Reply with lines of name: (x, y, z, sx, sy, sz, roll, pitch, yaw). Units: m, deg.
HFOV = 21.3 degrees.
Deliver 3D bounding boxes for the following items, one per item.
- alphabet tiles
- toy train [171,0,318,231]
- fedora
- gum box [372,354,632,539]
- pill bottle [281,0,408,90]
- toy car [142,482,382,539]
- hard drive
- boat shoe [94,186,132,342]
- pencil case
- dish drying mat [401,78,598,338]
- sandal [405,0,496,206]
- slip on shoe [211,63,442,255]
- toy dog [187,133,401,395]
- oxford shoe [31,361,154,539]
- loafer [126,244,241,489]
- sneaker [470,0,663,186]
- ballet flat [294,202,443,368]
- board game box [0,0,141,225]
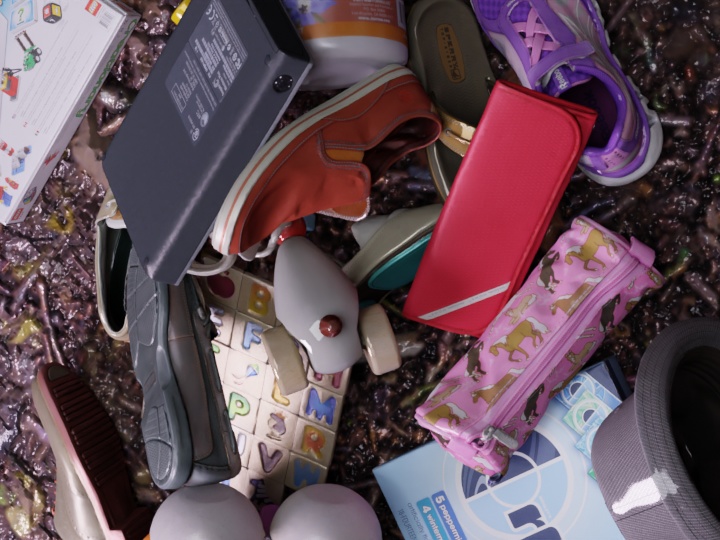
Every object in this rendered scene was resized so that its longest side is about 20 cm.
alphabet tiles: (-0.090, 0.091, 1.466, 0.166, 0.006, 0.201, 23, 122, 18)
toy train: (-0.079, -0.131, 1.457, 0.149, 0.056, 0.201, 3, 86, -9)
fedora: (0.225, 0.131, 1.319, 0.090, 0.200, 0.177, -28, 97, 35)
gum box: (0.134, 0.182, 1.418, 0.199, 0.045, 0.171, -27, 86, 19)
pill bottle: (-0.028, -0.239, 1.388, 0.112, 0.112, 0.201, -8, 82, 19)
toy car: (-0.078, 0.235, 1.437, 0.199, 0.150, 0.176, 2, 105, -11)
hard drive: (-0.114, -0.109, 1.346, 0.200, 0.033, 0.140, -56, 40, 26)
boat shoe: (-0.164, -0.042, 1.481, 0.074, 0.068, 0.201, 6, 97, 17)
pencil case: (0.128, 0.053, 1.357, 0.086, 0.083, 0.200, 36, 84, 37)
dish drying mat: (0.096, -0.038, 1.350, 0.076, 0.018, 0.201, 17, 122, -8)
sandal: (0.085, -0.109, 1.384, 0.054, 0.080, 0.201, -24, 82, 63)
slip on shoe: (-0.022, -0.071, 1.322, 0.200, 0.074, 0.061, -36, 68, -26)
toy dog: (-0.043, -0.006, 1.357, 0.132, 0.096, 0.200, -37, 79, -13)
oxford shoe: (-0.225, 0.173, 1.524, 0.075, 0.070, 0.201, -25, 86, 24)
loafer: (-0.131, 0.066, 1.412, 0.072, 0.063, 0.201, -42, 51, 53)
sneaker: (0.141, -0.150, 1.361, 0.080, 0.088, 0.201, -35, 83, 19)
ballet flat: (0.000, 0.000, 1.437, 0.200, 0.069, 0.070, -43, 82, 17)
board game box: (-0.277, -0.154, 1.525, 0.126, 0.035, 0.200, 36, 105, 11)
